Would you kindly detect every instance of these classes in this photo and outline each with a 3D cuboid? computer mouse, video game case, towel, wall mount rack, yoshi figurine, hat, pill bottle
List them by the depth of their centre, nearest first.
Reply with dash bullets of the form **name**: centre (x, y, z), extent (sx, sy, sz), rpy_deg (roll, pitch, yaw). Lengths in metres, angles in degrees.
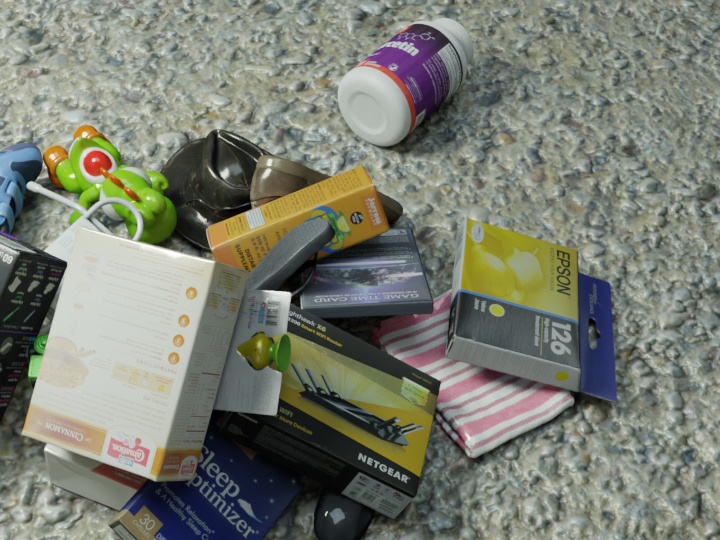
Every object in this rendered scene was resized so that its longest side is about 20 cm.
- **computer mouse**: centre (-0.002, 0.197, 1.200), extent (0.058, 0.034, 0.200), rpy_deg (13, 48, 6)
- **wall mount rack**: centre (-0.341, -0.014, 1.284), extent (0.174, 0.075, 0.200), rpy_deg (42, 63, -1)
- **towel**: centre (0.123, 0.106, 1.299), extent (0.146, 0.030, 0.200), rpy_deg (-25, 56, -25)
- **video game case**: centre (0.000, 0.000, 1.329), extent (0.142, 0.019, 0.200), rpy_deg (-3, 27, -4)
- **yoshi figurine**: centre (-0.289, -0.091, 1.395), extent (0.112, 0.113, 0.200), rpy_deg (0, 27, -46)
- **hat**: centre (-0.162, -0.118, 1.429), extent (0.200, 0.081, 0.201), rpy_deg (3, 48, -3)
- **pill bottle**: centre (0.067, -0.260, 1.561), extent (0.112, 0.113, 0.200), rpy_deg (31, 52, 20)

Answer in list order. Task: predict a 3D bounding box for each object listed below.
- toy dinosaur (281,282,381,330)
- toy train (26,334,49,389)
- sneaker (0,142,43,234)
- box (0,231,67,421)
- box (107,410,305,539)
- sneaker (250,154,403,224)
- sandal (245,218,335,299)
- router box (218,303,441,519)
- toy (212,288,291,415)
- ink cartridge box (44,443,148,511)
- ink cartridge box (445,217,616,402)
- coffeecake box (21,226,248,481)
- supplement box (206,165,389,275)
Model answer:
- **toy dinosaur**: centre (-0.036, 0.040, 1.333), extent (0.199, 0.058, 0.101), rpy_deg (9, 28, 19)
- **toy train**: centre (-0.235, 0.097, 1.168), extent (0.199, 0.042, 0.057), rpy_deg (2, 59, -5)
- **sneaker**: centre (-0.431, -0.068, 1.362), extent (0.082, 0.074, 0.200), rpy_deg (28, 59, 15)
- **box**: centre (-0.401, 0.055, 1.163), extent (0.122, 0.106, 0.201), rpy_deg (23, 90, 14)
- **box**: centre (-0.135, 0.214, 1.128), extent (0.121, 0.032, 0.200), rpy_deg (46, 48, -6)
- **sneaker**: centre (-0.044, -0.076, 1.408), extent (0.199, 0.070, 0.076), rpy_deg (18, 87, -26)
- **sandal**: centre (-0.098, 0.018, 1.279), extent (0.043, 0.200, 0.076), rpy_deg (41, 15, -20)
- **router box**: centre (-0.026, 0.138, 1.182), extent (0.199, 0.052, 0.158), rpy_deg (27, 42, -9)
- **toy**: centre (-0.158, 0.074, 1.124), extent (0.199, 0.047, 0.116), rpy_deg (3, 81, 22)
- **ink cartridge box**: centre (-0.221, 0.144, 1.199), extent (0.116, 0.068, 0.200), rpy_deg (20, 51, 10)
- **ink cartridge box**: centre (0.201, 0.041, 1.328), extent (0.199, 0.047, 0.198), rpy_deg (14, 43, -4)
- **coffeecake box**: centre (-0.208, 0.076, 1.077), extent (0.153, 0.073, 0.201), rpy_deg (14, 87, 22)
- **supplement box**: centre (-0.071, -0.048, 1.332), extent (0.199, 0.067, 0.069), rpy_deg (-23, 26, -4)
